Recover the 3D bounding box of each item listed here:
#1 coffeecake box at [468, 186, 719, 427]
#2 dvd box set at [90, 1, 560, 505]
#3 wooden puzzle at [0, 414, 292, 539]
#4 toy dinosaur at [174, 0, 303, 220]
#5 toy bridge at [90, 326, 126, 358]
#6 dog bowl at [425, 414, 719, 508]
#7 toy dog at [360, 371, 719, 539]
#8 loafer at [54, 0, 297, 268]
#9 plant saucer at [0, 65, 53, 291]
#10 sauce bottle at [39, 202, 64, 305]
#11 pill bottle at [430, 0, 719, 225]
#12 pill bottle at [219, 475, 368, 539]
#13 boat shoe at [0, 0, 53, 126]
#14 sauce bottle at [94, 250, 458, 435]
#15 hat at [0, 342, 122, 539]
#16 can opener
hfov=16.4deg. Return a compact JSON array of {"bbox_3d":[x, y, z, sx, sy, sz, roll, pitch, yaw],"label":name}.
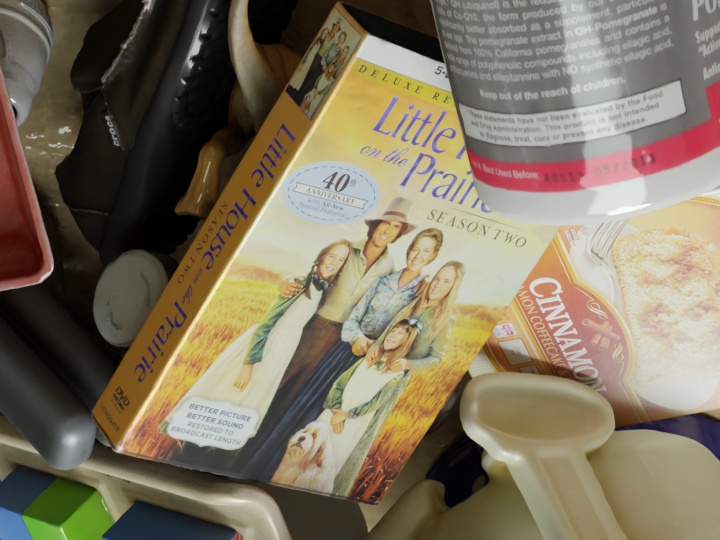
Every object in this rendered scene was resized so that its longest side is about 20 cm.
[{"bbox_3d":[0.138,-0.007,1.111,0.200,0.073,0.154,-12,139,17],"label":"coffeecake box"},{"bbox_3d":[0.000,0.000,1.005,0.146,0.029,0.200,17,114,-40],"label":"dvd box set"},{"bbox_3d":[-0.088,0.154,1.126,0.185,0.046,0.200,11,139,39],"label":"wooden puzzle"},{"bbox_3d":[-0.036,-0.068,1.004,0.060,0.106,0.200,15,175,20],"label":"toy dinosaur"},{"bbox_3d":[-0.043,0.009,1.179,0.067,0.027,0.200,29,134,-32],"label":"toy bridge"},{"bbox_3d":[0.127,0.156,1.311,0.200,0.079,0.200,2,142,2],"label":"dog bowl"},{"bbox_3d":[0.074,0.149,1.163,0.194,0.140,0.200,-12,153,-44],"label":"toy dog"},{"bbox_3d":[-0.087,-0.085,1.027,0.071,0.073,0.200,38,128,16],"label":"loafer"},{"bbox_3d":[-0.233,-0.079,1.009,0.200,0.037,0.200,-10,104,16],"label":"plant saucer"},{"bbox_3d":[-0.239,0.007,1.159,0.200,0.066,0.066,-6,140,10],"label":"sauce bottle"},{"bbox_3d":[0.074,-0.126,0.893,0.111,0.111,0.200,-9,111,14],"label":"pill bottle"},{"bbox_3d":[-0.064,0.161,1.267,0.113,0.113,0.200,13,156,-12],"label":"pill bottle"},{"bbox_3d":[-0.223,-0.065,1.064,0.200,0.069,0.072,-9,140,15],"label":"boat shoe"},{"bbox_3d":[-0.034,0.031,1.091,0.065,0.065,0.200,-23,156,29],"label":"sauce bottle"},{"bbox_3d":[-0.172,0.099,1.230,0.200,0.081,0.201,7,152,4],"label":"hat"},{"bbox_3d":[-0.169,0.016,1.073,0.053,0.200,0.066,-26,143,-36],"label":"can opener"}]
